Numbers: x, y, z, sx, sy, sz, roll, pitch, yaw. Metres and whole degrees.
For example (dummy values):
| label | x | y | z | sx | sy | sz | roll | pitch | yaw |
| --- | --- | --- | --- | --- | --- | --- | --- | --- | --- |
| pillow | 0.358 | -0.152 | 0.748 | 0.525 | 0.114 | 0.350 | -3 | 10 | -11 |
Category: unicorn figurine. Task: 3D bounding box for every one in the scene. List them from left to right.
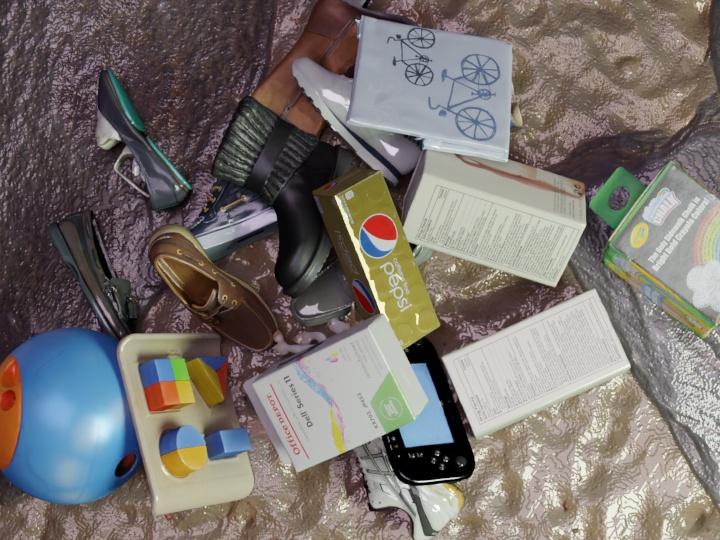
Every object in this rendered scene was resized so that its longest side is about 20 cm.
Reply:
| label | x | y | z | sx | sy | sz | roll | pitch | yaw |
| --- | --- | --- | --- | --- | --- | --- | --- | --- | --- |
| unicorn figurine | -0.057 | 0.118 | 1.558 | 0.136 | 0.073 | 0.203 | 21 | 100 | 41 |

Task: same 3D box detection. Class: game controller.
| label | x | y | z | sx | sy | sz | roll | pitch | yaw |
| --- | --- | --- | --- | --- | --- | --- | --- | --- | --- |
| game controller | 0.062 | 0.159 | 1.531 | 0.103 | 0.042 | 0.202 | 4 | 49 | -30 |

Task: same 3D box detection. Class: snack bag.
| label | x | y | z | sx | sy | sz | roll | pitch | yaw |
| --- | --- | --- | --- | --- | --- | --- | --- | --- | --- |
| snack bag | 0.082 | -0.215 | 1.550 | 0.197 | 0.022 | 0.190 | 9 | 52 | -4 |

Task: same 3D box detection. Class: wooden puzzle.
| label | x | y | z | sx | sy | sz | roll | pitch | yaw |
| --- | --- | --- | --- | --- | --- | --- | --- | --- | --- |
| wooden puzzle | -0.191 | 0.170 | 1.530 | 0.046 | 0.184 | 0.203 | -18 | 79 | 29 |

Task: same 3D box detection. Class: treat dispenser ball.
| label | x | y | z | sx | sy | sz | roll | pitch | yaw |
| --- | --- | --- | --- | --- | --- | --- | --- | --- | --- |
| treat dispenser ball | -0.336 | 0.168 | 1.536 | 0.198 | 0.201 | 0.204 | -1 | 79 | 6 |

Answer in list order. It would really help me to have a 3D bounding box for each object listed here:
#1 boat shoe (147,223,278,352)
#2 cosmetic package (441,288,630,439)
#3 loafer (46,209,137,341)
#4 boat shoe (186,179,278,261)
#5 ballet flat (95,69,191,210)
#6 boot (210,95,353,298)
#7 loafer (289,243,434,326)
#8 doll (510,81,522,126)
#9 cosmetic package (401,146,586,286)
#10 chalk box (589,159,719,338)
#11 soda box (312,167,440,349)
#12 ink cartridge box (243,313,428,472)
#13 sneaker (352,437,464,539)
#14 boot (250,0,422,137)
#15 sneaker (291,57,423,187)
| label | x | y | z | sx | sy | sz | roll | pitch | yaw |
| --- | --- | --- | --- | --- | --- | --- | --- | --- | --- |
| boat shoe | -0.178 | 0.033 | 1.573 | 0.072 | 0.068 | 0.200 | -39 | 111 | 16 |
| cosmetic package | 0.204 | 0.111 | 1.551 | 0.198 | 0.073 | 0.105 | -23 | 78 | 2 |
| loafer | -0.315 | 0.012 | 1.631 | 0.062 | 0.072 | 0.201 | -32 | 76 | -6 |
| boat shoe | -0.170 | -0.073 | 1.632 | 0.198 | 0.071 | 0.092 | -22 | 78 | -5 |
| ballet flat | -0.290 | -0.159 | 1.659 | 0.073 | 0.073 | 0.201 | -35 | 80 | -1 |
| boot | -0.106 | -0.086 | 1.552 | 0.156 | 0.079 | 0.214 | 24 | 61 | -19 |
| loafer | 0.000 | 0.000 | 1.595 | 0.199 | 0.070 | 0.070 | -34 | 78 | -1 |
| doll | 0.097 | -0.178 | 1.626 | 0.197 | 0.048 | 0.138 | -15 | 100 | 5 |
| cosmetic package | 0.153 | -0.070 | 1.542 | 0.197 | 0.104 | 0.088 | 18 | 39 | -7 |
| chalk box | 0.360 | -0.035 | 1.536 | 0.199 | 0.124 | 0.125 | 39 | 87 | 12 |
| soda box | 0.019 | -0.012 | 1.517 | 0.067 | 0.064 | 0.202 | -29 | 109 | -22 |
| ink cartridge box | -0.040 | 0.144 | 1.472 | 0.198 | 0.067 | 0.118 | -27 | 94 | 21 |
| sneaker | 0.024 | 0.235 | 1.548 | 0.199 | 0.076 | 0.088 | 40 | 90 | 14 |
| boot | -0.012 | -0.238 | 1.645 | 0.187 | 0.068 | 0.201 | 35 | 91 | -1 |
| sneaker | -0.002 | -0.193 | 1.595 | 0.081 | 0.076 | 0.200 | -45 | 81 | 4 |
